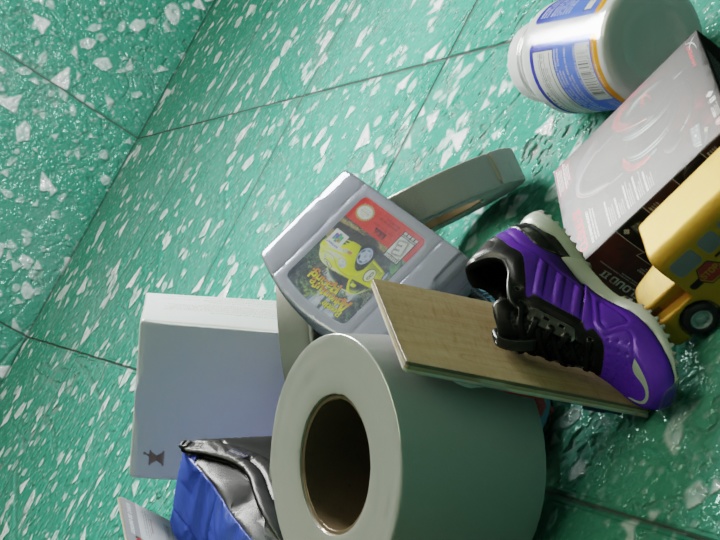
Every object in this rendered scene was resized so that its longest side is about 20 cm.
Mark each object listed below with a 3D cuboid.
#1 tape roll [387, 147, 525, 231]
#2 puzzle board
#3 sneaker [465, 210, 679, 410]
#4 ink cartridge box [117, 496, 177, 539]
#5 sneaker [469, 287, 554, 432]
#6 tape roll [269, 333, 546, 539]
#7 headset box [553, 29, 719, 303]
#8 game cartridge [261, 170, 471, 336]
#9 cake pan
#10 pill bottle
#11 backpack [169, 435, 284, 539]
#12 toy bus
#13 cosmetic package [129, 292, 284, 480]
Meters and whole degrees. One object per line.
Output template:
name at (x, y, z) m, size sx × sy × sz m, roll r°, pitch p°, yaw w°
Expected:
tape roll at (0.069, -0.063, 1.435) m, size 0.201 × 0.037 × 0.203 m, roll -26°, pitch -5°, yaw -2°
puzzle board at (0.113, 0.062, 1.127) m, size 0.151 × 0.198 × 0.018 m, roll -112°, pitch 36°, yaw -65°
sneaker at (0.152, 0.045, 1.095) m, size 0.200 × 0.099 × 0.070 m, roll 49°, pitch 149°, yaw 35°
ink cartridge box at (-0.181, 0.333, 1.421) m, size 0.084 × 0.175 × 0.200 m, roll -55°, pitch 21°, yaw 6°
sneaker at (0.103, 0.089, 1.235) m, size 0.079 × 0.095 × 0.201 m, roll -45°, pitch 25°, yaw 28°
tape roll at (0.034, 0.153, 1.143) m, size 0.202 × 0.138 × 0.205 m, roll -9°, pitch 80°, yaw 58°
headset box at (0.242, -0.073, 1.178) m, size 0.200 × 0.075 × 0.149 m, roll -46°, pitch 25°, yaw 30°
game cartridge at (0.000, 0.000, 1.289) m, size 0.133 × 0.041 × 0.200 m, roll -48°, pitch 48°, yaw -6°
cake pan at (-0.051, 0.063, 1.420) m, size 0.036 × 0.202 × 0.201 m, roll -6°, pitch 36°, yaw 5°
pill bottle at (0.222, -0.206, 1.354) m, size 0.113 × 0.112 × 0.200 m, roll -61°, pitch 21°, yaw -8°
backpack at (-0.064, 0.254, 1.291) m, size 0.200 × 0.161 × 0.170 m, roll 34°, pitch 124°, yaw 54°
toy bus at (0.275, -0.039, 1.055) m, size 0.200 × 0.078 × 0.065 m, roll -47°, pitch 23°, yaw 26°
cosmetic package at (-0.162, 0.124, 1.563) m, size 0.200 × 0.164 × 0.169 m, roll -128°, pitch 43°, yaw -79°
